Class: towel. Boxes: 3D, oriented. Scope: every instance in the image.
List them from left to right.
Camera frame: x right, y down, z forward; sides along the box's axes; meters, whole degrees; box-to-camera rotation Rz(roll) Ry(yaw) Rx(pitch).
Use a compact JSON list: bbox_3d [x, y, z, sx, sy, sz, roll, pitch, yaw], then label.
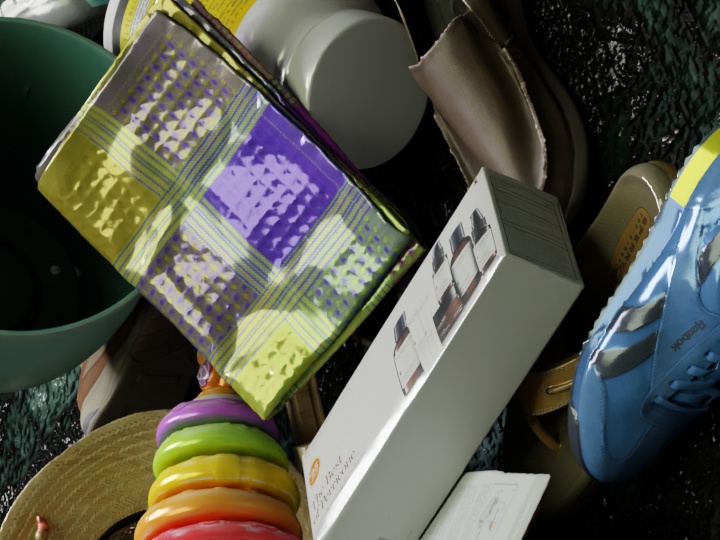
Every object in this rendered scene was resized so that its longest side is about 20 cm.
[{"bbox_3d":[-0.076,-0.034,1.375,0.200,0.023,0.144,46,110,11],"label":"towel"}]

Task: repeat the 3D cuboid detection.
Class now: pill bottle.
[{"bbox_3d":[-0.053,-0.121,1.459,0.199,0.112,0.113,24,104,51],"label":"pill bottle"}]

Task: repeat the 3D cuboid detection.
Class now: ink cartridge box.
[{"bbox_3d":[0.047,0.178,1.234,0.161,0.047,0.200,-65,10,-10],"label":"ink cartridge box"}]

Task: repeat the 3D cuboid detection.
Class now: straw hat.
[{"bbox_3d":[-0.115,0.183,1.502,0.085,0.199,0.203,89,174,-75],"label":"straw hat"}]

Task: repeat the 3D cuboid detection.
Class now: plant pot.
[{"bbox_3d":[-0.214,-0.021,1.490,0.161,0.199,0.202,120,140,-60],"label":"plant pot"}]

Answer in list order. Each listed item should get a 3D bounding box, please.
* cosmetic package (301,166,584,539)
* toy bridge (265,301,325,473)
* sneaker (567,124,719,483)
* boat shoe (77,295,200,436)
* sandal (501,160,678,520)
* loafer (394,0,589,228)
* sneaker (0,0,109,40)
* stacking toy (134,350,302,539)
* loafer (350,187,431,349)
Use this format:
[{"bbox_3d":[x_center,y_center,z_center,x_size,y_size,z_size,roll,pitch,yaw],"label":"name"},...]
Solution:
[{"bbox_3d":[0.037,0.053,1.292,0.201,0.050,0.083,-59,20,26],"label":"cosmetic package"},{"bbox_3d":[-0.020,0.103,1.421,0.067,0.027,0.202,158,96,-81],"label":"toy bridge"},{"bbox_3d":[0.163,0.028,1.207,0.078,0.066,0.201,45,119,40],"label":"sneaker"},{"bbox_3d":[-0.122,0.025,1.560,0.200,0.075,0.072,-50,48,33],"label":"boat shoe"},{"bbox_3d":[0.108,0.034,1.280,0.080,0.054,0.201,50,129,43],"label":"sandal"},{"bbox_3d":[0.057,-0.097,1.351,0.073,0.071,0.201,-47,51,37],"label":"loafer"},{"bbox_3d":[-0.216,-0.129,1.712,0.200,0.077,0.092,-32,77,49],"label":"sneaker"},{"bbox_3d":[-0.077,0.111,1.430,0.116,0.109,0.201,132,143,-51],"label":"stacking toy"},{"bbox_3d":[0.000,0.000,1.416,0.200,0.063,0.072,39,116,46],"label":"loafer"}]
